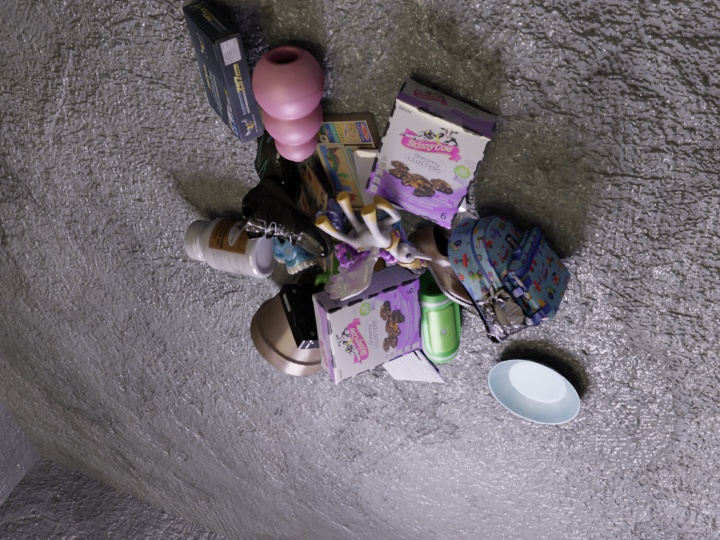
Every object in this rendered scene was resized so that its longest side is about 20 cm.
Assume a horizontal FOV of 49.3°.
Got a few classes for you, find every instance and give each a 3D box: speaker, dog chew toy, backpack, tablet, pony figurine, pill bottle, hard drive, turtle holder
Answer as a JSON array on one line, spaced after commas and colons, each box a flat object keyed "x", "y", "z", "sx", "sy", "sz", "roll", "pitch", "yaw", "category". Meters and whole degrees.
[{"x": 0.158, "y": 0.097, "z": 1.599, "sx": 0.087, "sy": 0.089, "sz": 0.202, "roll": 12, "pitch": 138, "yaw": 24, "category": "speaker"}, {"x": -0.118, "y": -0.278, "z": 1.351, "sx": 0.122, "sy": 0.125, "sz": 0.203, "roll": 16, "pitch": 137, "yaw": 20, "category": "dog chew toy"}, {"x": 0.249, "y": -0.010, "z": 1.354, "sx": 0.134, "sy": 0.183, "sz": 0.201, "roll": -29, "pitch": 101, "yaw": 40, "category": "backpack"}, {"x": 0.089, "y": -0.160, "z": 1.401, "sx": 0.196, "sy": 0.014, "sz": 0.132, "roll": 3, "pitch": 133, "yaw": 19, "category": "tablet"}, {"x": 0.009, "y": -0.051, "z": 1.386, "sx": 0.190, "sy": 0.169, "sz": 0.200, "roll": -10, "pitch": 143, "yaw": 33, "category": "pony figurine"}, {"x": -0.284, "y": -0.055, "z": 1.726, "sx": 0.196, "sy": 0.115, "sz": 0.116, "roll": 10, "pitch": 138, "yaw": 27, "category": "pill bottle"}, {"x": -0.062, "y": 0.093, "z": 1.630, "sx": 0.038, "sy": 0.197, "sz": 0.141, "roll": -53, "pitch": 50, "yaw": 41, "category": "hard drive"}, {"x": -0.005, "y": 0.001, "z": 1.588, "sx": 0.129, "sy": 0.189, "sz": 0.141, "roll": 11, "pitch": -173, "yaw": -23, "category": "turtle holder"}]

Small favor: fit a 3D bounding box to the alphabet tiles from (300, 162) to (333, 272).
[{"x": -0.085, "y": -0.101, "z": 1.528, "sx": 0.202, "sy": 0.006, "sz": 0.168, "roll": 94, "pitch": 155, "yaw": -46, "category": "alphabet tiles"}]

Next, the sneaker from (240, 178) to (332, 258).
[{"x": -0.148, "y": -0.076, "z": 1.469, "sx": 0.199, "sy": 0.114, "sz": 0.077, "roll": 42, "pitch": 142, "yaw": 7, "category": "sneaker"}]

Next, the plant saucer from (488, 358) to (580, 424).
[{"x": 0.368, "y": 0.244, "z": 1.648, "sx": 0.198, "sy": 0.039, "sz": 0.203, "roll": 20, "pitch": 140, "yaw": 17, "category": "plant saucer"}]

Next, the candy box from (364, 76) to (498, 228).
[{"x": 0.113, "y": -0.191, "z": 1.300, "sx": 0.165, "sy": 0.072, "sz": 0.202, "roll": 23, "pitch": 136, "yaw": 2, "category": "candy box"}]

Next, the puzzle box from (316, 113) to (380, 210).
[{"x": -0.010, "y": -0.196, "z": 1.449, "sx": 0.131, "sy": 0.026, "sz": 0.202, "roll": 4, "pitch": 134, "yaw": 31, "category": "puzzle box"}]

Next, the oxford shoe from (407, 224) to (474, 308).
[{"x": 0.180, "y": -0.005, "z": 1.484, "sx": 0.200, "sy": 0.073, "sz": 0.084, "roll": 44, "pitch": 139, "yaw": -14, "category": "oxford shoe"}]

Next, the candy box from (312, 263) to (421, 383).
[{"x": 0.016, "y": 0.101, "z": 1.510, "sx": 0.072, "sy": 0.197, "sz": 0.171, "roll": 44, "pitch": 147, "yaw": 50, "category": "candy box"}]

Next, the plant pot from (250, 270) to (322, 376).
[{"x": -0.123, "y": 0.103, "z": 1.744, "sx": 0.198, "sy": 0.201, "sz": 0.174, "roll": 34, "pitch": 127, "yaw": -3, "category": "plant pot"}]

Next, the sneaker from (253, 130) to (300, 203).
[{"x": -0.165, "y": -0.189, "z": 1.546, "sx": 0.079, "sy": 0.075, "sz": 0.203, "roll": 30, "pitch": 138, "yaw": 25, "category": "sneaker"}]

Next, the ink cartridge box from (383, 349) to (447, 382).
[{"x": 0.085, "y": 0.166, "z": 1.732, "sx": 0.200, "sy": 0.041, "sz": 0.199, "roll": 50, "pitch": 153, "yaw": -20, "category": "ink cartridge box"}]

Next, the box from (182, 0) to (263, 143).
[{"x": -0.239, "y": -0.347, "z": 1.368, "sx": 0.158, "sy": 0.050, "sz": 0.202, "roll": 50, "pitch": 158, "yaw": 41, "category": "box"}]

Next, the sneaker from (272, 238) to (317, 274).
[{"x": -0.142, "y": -0.063, "z": 1.609, "sx": 0.200, "sy": 0.077, "sz": 0.091, "roll": 35, "pitch": 146, "yaw": 67, "category": "sneaker"}]
